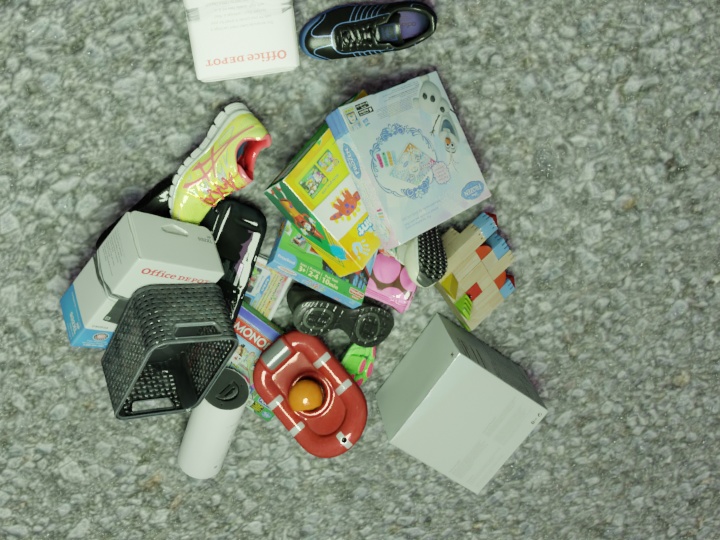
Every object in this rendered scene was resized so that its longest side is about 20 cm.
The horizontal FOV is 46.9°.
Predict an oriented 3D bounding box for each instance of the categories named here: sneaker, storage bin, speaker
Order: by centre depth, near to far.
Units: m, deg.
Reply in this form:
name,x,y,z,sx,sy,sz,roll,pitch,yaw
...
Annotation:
name,x,y,z,sx,sy,sz,roll,pitch,yaw
sneaker,0.012,-0.337,1.161,0.196,0.078,0.071,-15,115,-4
storage bin,-0.272,0.116,1.171,0.133,0.095,0.201,-2,144,-37
sneaker,-0.198,-0.135,1.178,0.090,0.078,0.202,34,96,22
sneaker,-0.314,-0.045,1.240,0.198,0.060,0.105,-37,115,11
sneaker,0.070,-0.033,1.240,0.093,0.202,0.070,-36,124,26
sneaker,-0.031,0.062,1.323,0.197,0.091,0.077,19,110,-35
speaker,-0.236,0.246,1.325,0.079,0.082,0.202,12,133,-14
sneaker,-0.052,0.181,1.368,0.201,0.083,0.077,-49,137,-8

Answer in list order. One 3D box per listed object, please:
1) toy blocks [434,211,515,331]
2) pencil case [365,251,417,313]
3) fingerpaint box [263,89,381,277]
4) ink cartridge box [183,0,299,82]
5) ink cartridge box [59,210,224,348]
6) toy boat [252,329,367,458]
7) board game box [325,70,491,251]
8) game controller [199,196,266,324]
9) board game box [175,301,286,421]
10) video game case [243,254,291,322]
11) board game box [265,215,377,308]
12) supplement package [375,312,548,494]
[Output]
name,x,y,z,sx,sy,sz,roll,pitch,yaw
toy blocks,0.184,-0.005,1.327,0.136,0.100,0.201,-41,129,-5
pencil case,0.000,0.000,1.293,0.197,0.094,0.092,20,119,-17
fingerpaint box,-0.014,-0.123,1.185,0.167,0.073,0.201,46,61,-16
ink cartridge box,-0.166,-0.370,1.113,0.143,0.083,0.204,-9,113,-6
ink cartridge box,-0.309,0.022,1.173,0.143,0.085,0.200,11,134,-46
toy boat,-0.077,0.190,1.255,0.130,0.131,0.201,-41,86,1
board game box,0.072,-0.159,1.174,0.198,0.043,0.202,-27,93,-35
game controller,-0.213,-0.007,1.247,0.102,0.042,0.204,19,98,-10
board game box,-0.179,0.140,1.331,0.199,0.029,0.135,39,101,-26
video game case,-0.227,0.051,1.313,0.179,0.024,0.202,24,106,-19
board game box,-0.039,-0.068,1.226,0.149,0.036,0.204,25,66,-20
supplement package,0.163,0.221,1.385,0.198,0.148,0.192,33,104,-21
